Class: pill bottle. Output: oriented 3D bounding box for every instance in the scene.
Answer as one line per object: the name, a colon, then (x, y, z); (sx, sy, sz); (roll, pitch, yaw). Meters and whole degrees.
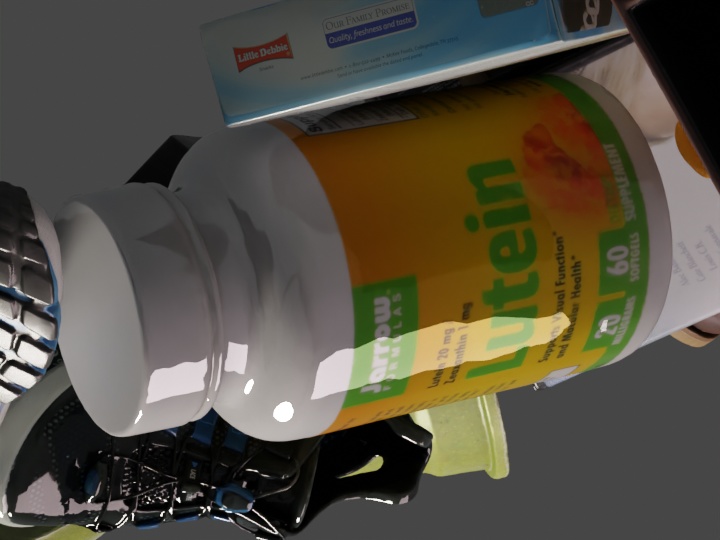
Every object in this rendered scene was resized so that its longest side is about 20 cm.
pill bottle: (-0.001, -0.002, 0.769); (0.200, 0.111, 0.111); (-12, 168, -27)

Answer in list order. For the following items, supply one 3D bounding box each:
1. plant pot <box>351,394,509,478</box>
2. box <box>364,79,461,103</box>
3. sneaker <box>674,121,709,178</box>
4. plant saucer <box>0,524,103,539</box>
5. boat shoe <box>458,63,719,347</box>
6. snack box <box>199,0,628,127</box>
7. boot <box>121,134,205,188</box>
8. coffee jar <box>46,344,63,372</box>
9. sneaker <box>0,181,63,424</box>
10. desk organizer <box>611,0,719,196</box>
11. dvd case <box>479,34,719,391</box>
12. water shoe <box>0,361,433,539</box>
plant pot: (-0.035, 0.051, 1.248); (0.184, 0.200, 0.200); (-18, 176, -4)
box: (0.097, -0.110, 1.025); (0.200, 0.044, 0.160); (-30, 177, -1)
sneaker: (0.153, -0.107, 0.736); (0.077, 0.078, 0.200); (-25, 136, -26)
plant saucer: (-0.172, 0.092, 0.976); (0.200, 0.031, 0.200); (-12, -156, 5)
boat shoe: (0.119, -0.046, 0.925); (0.070, 0.200, 0.070); (-28, -146, 26)
snack box: (0.043, -0.087, 0.747); (0.116, 0.037, 0.200); (-12, -176, 24)
boot: (-0.001, 0.000, 0.918); (0.066, 0.165, 0.200); (-60, 170, 9)
coffee jar: (-0.163, 0.055, 0.892); (0.200, 0.085, 0.104); (-29, 176, -30)
sneaker: (-0.139, 0.010, 0.752); (0.200, 0.075, 0.087); (-52, -165, 57)
desk organizer: (0.131, -0.069, 0.647); (0.072, 0.200, 0.077); (-32, 174, 33)
dvd case: (0.124, -0.040, 0.876); (0.200, 0.143, 0.018); (-25, -147, 20)
water shoe: (-0.054, 0.069, 0.866); (0.200, 0.079, 0.072); (-10, 122, -41)
